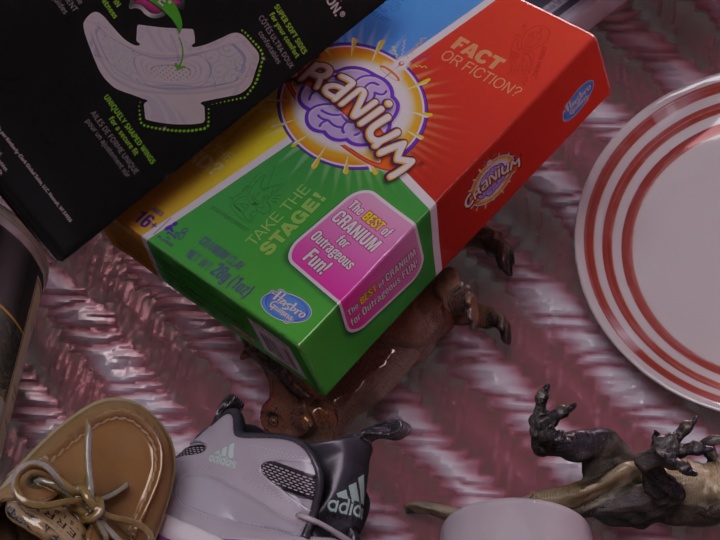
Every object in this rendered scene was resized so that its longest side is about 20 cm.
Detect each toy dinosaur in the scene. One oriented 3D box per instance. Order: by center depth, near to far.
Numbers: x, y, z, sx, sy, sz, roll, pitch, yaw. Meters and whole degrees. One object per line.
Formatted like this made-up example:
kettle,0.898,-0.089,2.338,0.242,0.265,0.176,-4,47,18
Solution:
toy dinosaur,0.113,0.089,0.844,0.198,0.088,0.048,-4,58,7
toy dinosaur,0.000,0.000,0.927,0.134,0.086,0.201,-6,52,15

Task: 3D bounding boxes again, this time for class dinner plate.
dinner plate,0.203,-0.013,0.929,0.198,0.024,0.202,-5,58,8

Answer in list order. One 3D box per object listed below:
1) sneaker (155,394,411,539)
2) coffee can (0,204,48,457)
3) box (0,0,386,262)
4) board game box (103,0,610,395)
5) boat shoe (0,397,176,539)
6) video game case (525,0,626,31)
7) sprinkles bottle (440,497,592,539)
sneaker,-0.015,0.128,0.834,0.200,0.078,0.140,38,86,27
coffee can,-0.235,0.071,0.885,0.145,0.147,0.201,2,58,11
box,-0.116,-0.133,0.885,0.200,0.125,0.148,-38,35,-7
board game box,-0.006,-0.058,0.888,0.153,0.040,0.200,32,70,34
boat shoe,-0.137,0.132,0.786,0.073,0.063,0.201,33,62,-2
video game case,0.046,-0.170,1.025,0.181,0.023,0.200,33,54,26
sprinkles bottle,0.064,0.198,0.797,0.068,0.068,0.201,-2,58,9
